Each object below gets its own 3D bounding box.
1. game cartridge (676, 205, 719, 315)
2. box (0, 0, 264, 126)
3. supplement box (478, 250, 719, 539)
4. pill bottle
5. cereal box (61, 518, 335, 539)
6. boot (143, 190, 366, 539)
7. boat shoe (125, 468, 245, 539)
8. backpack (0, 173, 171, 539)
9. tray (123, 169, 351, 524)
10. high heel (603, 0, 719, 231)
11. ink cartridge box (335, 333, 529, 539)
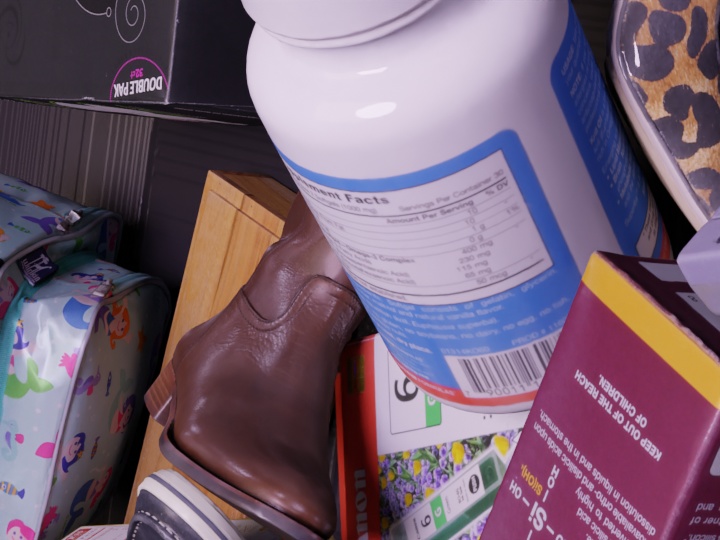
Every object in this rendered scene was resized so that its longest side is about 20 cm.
[{"bbox_3d":[0.196,-0.044,0.766,0.200,0.038,0.130,-9,37,55],"label":"game cartridge"},{"bbox_3d":[-0.078,-0.142,1.168,0.200,0.124,0.149,7,92,55],"label":"box"},{"bbox_3d":[0.106,0.101,0.883,0.086,0.110,0.200,47,124,48],"label":"supplement box"},{"bbox_3d":[0.028,-0.053,0.896,0.112,0.112,0.200,45,167,48],"label":"pill bottle"},{"bbox_3d":[-0.052,0.175,1.116,0.200,0.040,0.144,-12,109,55],"label":"cereal box"},{"bbox_3d":[0.000,0.000,1.026,0.200,0.064,0.186,-53,26,2],"label":"boot"},{"bbox_3d":[-0.075,0.159,1.038,0.075,0.062,0.200,38,143,27],"label":"boat shoe"},{"bbox_3d":[-0.177,0.045,1.257,0.200,0.150,0.178,-63,-11,-73],"label":"backpack"},{"bbox_3d":[-0.057,0.065,1.193,0.099,0.037,0.200,35,116,52],"label":"tray"},{"bbox_3d":[0.146,-0.103,0.906,0.200,0.142,0.071,63,-176,-6],"label":"high heel"},{"bbox_3d":[0.030,0.078,1.049,0.200,0.050,0.109,-16,74,54],"label":"ink cartridge box"}]
